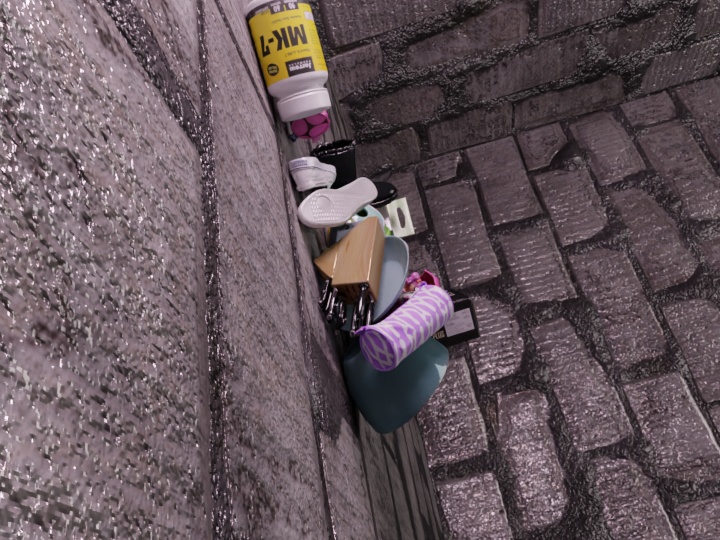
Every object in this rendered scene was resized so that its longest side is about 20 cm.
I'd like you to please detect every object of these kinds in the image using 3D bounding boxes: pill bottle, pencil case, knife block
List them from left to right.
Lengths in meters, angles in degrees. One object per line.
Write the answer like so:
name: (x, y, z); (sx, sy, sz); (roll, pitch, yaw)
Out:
pill bottle: (-0.122, -0.376, 1.120); (0.114, 0.113, 0.203); (-75, 149, -81)
pencil case: (-0.120, -0.357, 1.262); (0.094, 0.090, 0.202); (47, 26, -62)
knife block: (0.005, 0.016, 1.118); (0.175, 0.199, 0.064); (40, -18, 39)
pencil case: (0.081, 0.090, 1.077); (0.199, 0.084, 0.086); (-33, 88, -46)

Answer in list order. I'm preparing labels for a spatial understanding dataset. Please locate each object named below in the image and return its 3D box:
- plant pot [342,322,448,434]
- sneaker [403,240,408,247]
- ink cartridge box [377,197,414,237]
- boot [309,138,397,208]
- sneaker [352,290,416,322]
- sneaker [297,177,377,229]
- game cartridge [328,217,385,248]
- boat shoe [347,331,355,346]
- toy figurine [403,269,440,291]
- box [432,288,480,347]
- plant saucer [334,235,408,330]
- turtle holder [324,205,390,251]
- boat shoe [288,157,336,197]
plant pot: (0.045, 0.176, 1.162); (0.135, 0.200, 0.200); (41, 13, -11)
sneaker: (0.024, 0.015, 1.521); (0.077, 0.203, 0.146); (41, 23, 4)
ink cartridge box: (0.023, -0.119, 1.529); (0.059, 0.197, 0.105); (69, 7, -68)
boot: (-0.018, -0.219, 1.444); (0.074, 0.195, 0.164); (-103, -178, -57)
sneaker: (0.079, 0.063, 1.240); (0.088, 0.198, 0.074); (-56, 132, -52)
sneaker: (-0.061, -0.102, 1.192); (0.200, 0.118, 0.074); (-28, 82, -47)
game cartridge: (0.000, 0.000, 1.309); (0.040, 0.132, 0.203); (4, -75, 63)
boat shoe: (0.004, 0.130, 1.338); (0.200, 0.071, 0.066); (-80, 151, -80)
toy figurine: (0.104, 0.068, 1.501); (0.150, 0.184, 0.200); (49, 0, 44)
box: (0.134, 0.114, 1.350); (0.164, 0.197, 0.087); (-138, -148, -83)
plant saucer: (0.027, 0.030, 1.186); (0.039, 0.201, 0.202); (36, 27, -31)
turtle holder: (-0.022, -0.069, 1.394); (0.140, 0.185, 0.132); (9, -44, 58)
boat shoe: (-0.090, -0.167, 1.205); (0.200, 0.073, 0.066); (-8, 88, -75)
